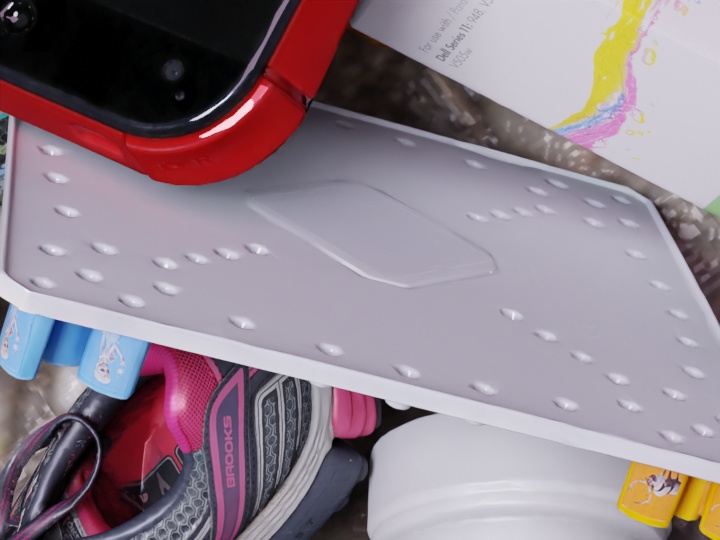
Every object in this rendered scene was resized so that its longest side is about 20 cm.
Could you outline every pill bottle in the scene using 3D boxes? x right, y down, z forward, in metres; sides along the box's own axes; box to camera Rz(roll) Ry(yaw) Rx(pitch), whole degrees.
[{"bbox_3d":[0.043,0.143,0.726,0.112,0.113,0.201,-3,67,8],"label":"pill bottle"}]

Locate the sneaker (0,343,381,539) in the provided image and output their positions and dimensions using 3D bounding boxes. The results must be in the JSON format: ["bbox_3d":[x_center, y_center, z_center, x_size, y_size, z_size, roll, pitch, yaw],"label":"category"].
[{"bbox_3d":[-0.083,0.084,0.761,0.081,0.075,0.200,48,113,29],"label":"sneaker"}]

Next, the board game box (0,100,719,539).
[{"bbox_3d":[0.000,0.000,0.736,0.199,0.200,0.026,14,110,-11],"label":"board game box"}]

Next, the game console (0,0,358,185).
[{"bbox_3d":[-0.074,-0.129,0.731,0.200,0.031,0.177,23,83,24],"label":"game console"}]

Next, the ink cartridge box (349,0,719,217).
[{"bbox_3d":[0.074,-0.103,0.794,0.200,0.067,0.117,26,57,-10],"label":"ink cartridge box"}]

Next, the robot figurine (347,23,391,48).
[{"bbox_3d":[-0.068,-0.116,0.868,0.199,0.058,0.145,3,41,11],"label":"robot figurine"}]

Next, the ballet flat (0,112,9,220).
[{"bbox_3d":[-0.119,-0.005,0.810,0.200,0.074,0.074,-30,64,-29],"label":"ballet flat"}]
